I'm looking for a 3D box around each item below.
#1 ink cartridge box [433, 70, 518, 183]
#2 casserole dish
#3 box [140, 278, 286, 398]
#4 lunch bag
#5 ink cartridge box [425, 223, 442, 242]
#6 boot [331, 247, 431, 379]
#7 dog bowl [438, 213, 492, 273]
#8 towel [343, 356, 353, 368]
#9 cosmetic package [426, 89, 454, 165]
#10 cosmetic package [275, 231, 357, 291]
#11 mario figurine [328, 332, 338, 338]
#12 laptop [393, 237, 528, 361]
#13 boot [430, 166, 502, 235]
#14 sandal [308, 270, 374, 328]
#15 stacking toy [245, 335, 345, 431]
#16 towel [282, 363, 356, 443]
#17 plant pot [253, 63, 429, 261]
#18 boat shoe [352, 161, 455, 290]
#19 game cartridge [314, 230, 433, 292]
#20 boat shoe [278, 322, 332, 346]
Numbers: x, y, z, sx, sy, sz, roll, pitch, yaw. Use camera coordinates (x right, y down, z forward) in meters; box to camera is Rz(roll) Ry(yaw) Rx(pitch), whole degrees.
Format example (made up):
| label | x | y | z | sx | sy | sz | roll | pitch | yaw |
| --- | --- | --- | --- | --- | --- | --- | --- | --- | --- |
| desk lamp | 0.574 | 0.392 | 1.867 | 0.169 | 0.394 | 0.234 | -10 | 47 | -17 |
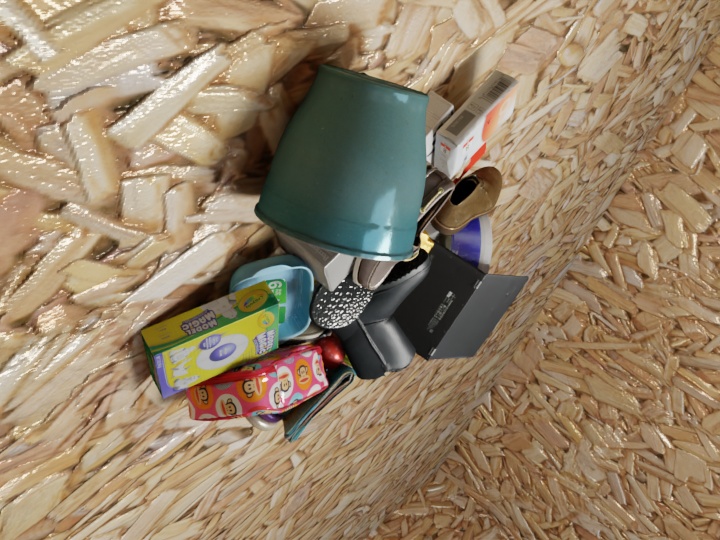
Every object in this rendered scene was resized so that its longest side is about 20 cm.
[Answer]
| label | x | y | z | sx | sy | sz | roll | pitch | yaw |
| --- | --- | --- | --- | --- | --- | --- | --- | --- | --- |
| ink cartridge box | 0.180 | -0.195 | 1.269 | 0.162 | 0.050 | 0.200 | -47 | 155 | -22 |
| casserole dish | -0.129 | 0.042 | 1.117 | 0.120 | 0.039 | 0.201 | -13 | 145 | -15 |
| box | -0.181 | 0.087 | 1.047 | 0.199 | 0.048 | 0.118 | -25 | 150 | -22 |
| lunch bag | -0.161 | 0.168 | 1.178 | 0.175 | 0.083 | 0.200 | -12 | 180 | 28 |
| ink cartridge box | 0.044 | -0.004 | 1.382 | 0.145 | 0.087 | 0.201 | -24 | 145 | -44 |
| boot | 0.048 | 0.071 | 1.238 | 0.199 | 0.077 | 0.169 | -29 | 122 | 7 |
| dog bowl | 0.158 | -0.029 | 1.430 | 0.078 | 0.201 | 0.201 | 8 | 130 | -17 |
| towel | 0.027 | 0.113 | 1.404 | 0.200 | 0.086 | 0.018 | -42 | 156 | -52 |
| cosmetic package | 0.117 | -0.197 | 1.271 | 0.083 | 0.051 | 0.200 | -48 | 159 | -5 |
| cosmetic package | -0.015 | -0.083 | 1.106 | 0.200 | 0.107 | 0.090 | -46 | 160 | -18 |
| mario figurine | -0.040 | 0.172 | 1.466 | 0.200 | 0.123 | 0.106 | -47 | 147 | 0 |
| laptop | 0.149 | 0.048 | 1.352 | 0.188 | 0.199 | 0.116 | -59 | 176 | 24 |
| boot | 0.196 | -0.136 | 1.348 | 0.200 | 0.073 | 0.076 | -42 | 163 | -42 |
| sandal | -0.010 | 0.008 | 1.161 | 0.048 | 0.075 | 0.201 | -8 | -141 | 56 |
| stacking toy | -0.107 | 0.176 | 1.302 | 0.200 | 0.086 | 0.085 | -40 | 163 | 19 |
| towel | -0.071 | 0.208 | 1.290 | 0.147 | 0.022 | 0.200 | -45 | -177 | -7 |
| plant pot | -0.007 | -0.135 | 0.936 | 0.200 | 0.199 | 0.189 | -10 | 120 | -60 |
| boat shoe | 0.057 | -0.050 | 1.076 | 0.201 | 0.059 | 0.072 | -59 | 159 | 19 |
| game cartridge | 0.000 | 0.000 | 1.242 | 0.175 | 0.032 | 0.201 | 19 | 114 | -29 |
| boat shoe | -0.096 | 0.102 | 1.290 | 0.063 | 0.072 | 0.200 | -62 | 162 | 19 |
